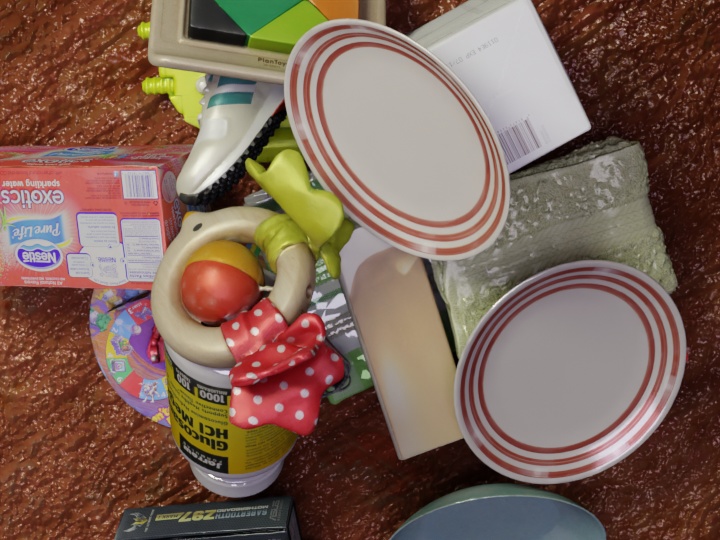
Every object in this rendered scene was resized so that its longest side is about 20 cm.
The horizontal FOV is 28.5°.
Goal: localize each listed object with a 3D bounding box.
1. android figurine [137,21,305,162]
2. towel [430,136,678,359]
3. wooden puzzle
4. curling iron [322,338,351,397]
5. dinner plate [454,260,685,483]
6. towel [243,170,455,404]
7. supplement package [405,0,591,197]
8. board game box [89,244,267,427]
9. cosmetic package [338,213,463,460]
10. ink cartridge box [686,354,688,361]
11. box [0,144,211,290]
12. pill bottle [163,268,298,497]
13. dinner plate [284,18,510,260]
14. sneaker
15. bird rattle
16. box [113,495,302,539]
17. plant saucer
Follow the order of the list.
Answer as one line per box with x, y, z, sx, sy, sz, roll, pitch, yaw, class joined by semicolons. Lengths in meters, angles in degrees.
-0.085;-0.182;1.183;0.197;0.041;0.184;-1;104;-3;android figurine
0.155;-0.016;1.158;0.198;0.036;0.150;-17;96;-8;towel
-0.067;-0.227;1.095;0.183;0.037;0.202;7;59;-13;wooden puzzle
-0.082;0.033;1.208;0.049;0.026;0.200;-41;98;5;curling iron
0.167;0.081;1.143;0.198;0.024;0.202;-6;115;-14;dinner plate
0.000;0.000;1.233;0.148;0.031;0.202;-22;106;1;towel
0.093;-0.146;1.112;0.113;0.200;0.110;-27;102;5;supplement package
-0.139;0.054;1.236;0.198;0.039;0.159;-25;103;5;board game box
0.030;0.042;1.178;0.070;0.105;0.202;-19;107;-1;cosmetic package
0.193;0.057;1.221;0.200;0.067;0.117;40;86;-10;ink cartridge box
-0.227;-0.045;1.154;0.198;0.095;0.104;0;105;19;box
-0.102;0.098;1.159;0.111;0.113;0.201;2;140;-2;pill bottle
0.028;-0.094;1.015;0.024;0.200;0.201;-45;104;-32;dinner plate
-0.101;-0.145;1.119;0.093;0.070;0.201;35;76;1;sneaker
-0.079;0.020;1.050;0.161;0.113;0.202;2;71;25;bird rattle
-0.120;0.299;1.261;0.156;0.051;0.202;-5;117;8;box
0.116;0.233;1.252;0.198;0.039;0.202;-4;142;-3;plant saucer
